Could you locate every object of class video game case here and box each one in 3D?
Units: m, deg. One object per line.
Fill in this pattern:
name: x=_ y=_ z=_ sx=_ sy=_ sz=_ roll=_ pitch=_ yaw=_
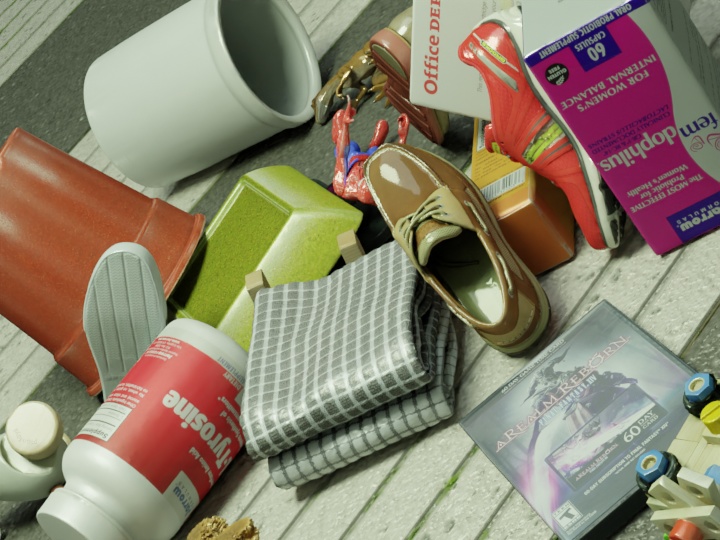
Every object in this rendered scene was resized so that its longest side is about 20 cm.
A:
video game case: x=0.159 y=0.103 z=1.307 sx=0.143 sy=0.019 sz=0.200 roll=-40 pitch=28 yaw=-2

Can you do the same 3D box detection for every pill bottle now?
pill bottle: x=-0.168 y=0.146 z=1.543 sx=0.112 sy=0.112 sz=0.200 roll=2 pitch=48 yaw=52

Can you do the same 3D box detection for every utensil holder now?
utensil holder: x=-0.168 y=-0.196 z=2.016 sx=0.199 sy=0.170 sz=0.171 roll=-24 pitch=30 yaw=32

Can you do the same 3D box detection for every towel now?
towel: x=-0.009 y=0.063 z=1.504 sx=0.165 sy=0.086 sz=0.201 roll=-28 pitch=28 yaw=18

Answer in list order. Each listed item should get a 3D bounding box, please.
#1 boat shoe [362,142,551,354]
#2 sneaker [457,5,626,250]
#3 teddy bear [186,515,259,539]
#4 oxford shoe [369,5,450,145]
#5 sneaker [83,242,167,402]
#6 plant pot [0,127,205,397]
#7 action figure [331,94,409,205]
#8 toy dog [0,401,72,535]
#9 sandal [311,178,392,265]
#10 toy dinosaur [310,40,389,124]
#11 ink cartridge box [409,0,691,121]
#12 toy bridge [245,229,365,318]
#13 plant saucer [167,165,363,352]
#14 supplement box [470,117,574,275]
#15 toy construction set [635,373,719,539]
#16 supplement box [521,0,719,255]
boat shoe: x=0.068 y=-0.024 z=1.447 sx=0.076 sy=0.074 sz=0.200 roll=-46 pitch=63 yaw=12
sneaker: x=0.139 y=-0.102 z=1.463 sx=0.084 sy=0.201 sz=0.077 roll=-27 pitch=0 yaw=22
teddy bear: x=-0.134 y=0.250 z=1.409 sx=0.199 sy=0.067 sz=0.145 roll=-34 pitch=17 yaw=24
oxford shoe: x=0.064 y=-0.173 z=1.696 sx=0.075 sy=0.070 sz=0.200 roll=-46 pitch=-17 yaw=-8
sneaker: x=-0.195 y=0.058 z=1.641 sx=0.072 sy=0.202 sz=0.071 roll=6 pitch=31 yaw=6
plant pot: x=-0.279 y=-0.018 z=1.775 sx=0.201 sy=0.194 sz=0.201 roll=-54 pitch=12 yaw=17
action figure: x=0.008 y=-0.123 z=1.728 sx=0.200 sy=0.065 sz=0.100 roll=-95 pitch=17 yaw=-66
toy dog: x=-0.325 y=0.203 z=1.679 sx=0.199 sy=0.132 sz=0.097 roll=-36 pitch=65 yaw=15
sandal: x=-0.035 y=-0.052 z=1.753 sx=0.075 sy=0.048 sz=0.200 roll=-46 pitch=28 yaw=-13
toy dinosaur: x=0.024 y=-0.221 z=1.930 sx=0.199 sy=0.061 sz=0.106 roll=-35 pitch=25 yaw=8
ink cartridge box: x=0.155 y=-0.210 z=1.542 sx=0.198 sy=0.148 sz=0.146 roll=14 pitch=39 yaw=17
toy bridge: x=0.000 y=0.000 z=1.603 sx=0.199 sy=0.068 sz=0.027 roll=-23 pitch=29 yaw=7
plant saucer: x=-0.103 y=-0.002 z=1.705 sx=0.201 sy=0.048 sz=0.200 roll=-56 pitch=28 yaw=0
supplement box: x=0.133 y=-0.078 z=1.565 sx=0.068 sy=0.067 sz=0.201 roll=-27 pitch=29 yaw=25
toy construction set: x=0.237 y=0.104 z=1.140 sx=0.200 sy=0.093 sz=0.131 roll=-41 pitch=25 yaw=-29
supplement box: x=0.210 y=-0.128 z=1.399 sx=0.101 sy=0.200 sz=0.104 roll=-28 pitch=30 yaw=21
